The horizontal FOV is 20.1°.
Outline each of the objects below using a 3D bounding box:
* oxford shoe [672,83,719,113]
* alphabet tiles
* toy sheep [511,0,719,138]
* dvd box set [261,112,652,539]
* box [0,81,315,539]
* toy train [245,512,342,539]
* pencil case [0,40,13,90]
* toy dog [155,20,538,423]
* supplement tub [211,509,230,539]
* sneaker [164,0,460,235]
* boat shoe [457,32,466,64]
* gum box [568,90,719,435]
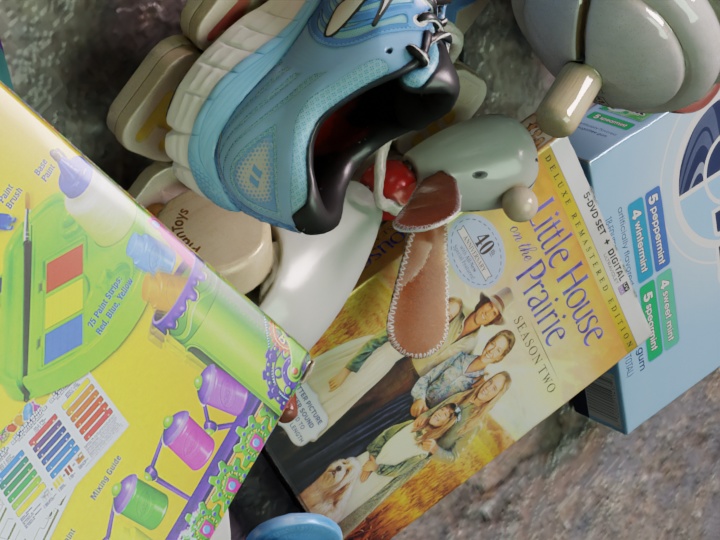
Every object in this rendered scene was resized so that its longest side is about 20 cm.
[{"bbox_3d":[0.088,-0.150,0.952,0.070,0.075,0.200,-44,111,-20],"label":"oxford shoe"},{"bbox_3d":[-0.020,-0.070,0.866,0.196,0.015,0.200,-51,149,11],"label":"alphabet tiles"},{"bbox_3d":[0.124,-0.136,0.855,0.200,0.138,0.138,-51,134,-23],"label":"toy sheep"},{"bbox_3d":[0.038,0.037,0.977,0.200,0.029,0.147,-36,129,-10],"label":"dvd box set"},{"bbox_3d":[-0.156,0.052,0.630,0.193,0.122,0.200,43,66,-29],"label":"box"},{"bbox_3d":[-0.007,0.183,0.971,0.200,0.087,0.114,19,134,-35],"label":"toy train"},{"bbox_3d":[-0.174,-0.064,0.734,0.092,0.085,0.201,-10,121,1],"label":"pencil case"},{"bbox_3d":[0.000,0.000,0.863,0.200,0.096,0.132,-36,151,-3],"label":"toy dog"},{"bbox_3d":[-0.165,0.111,0.781,0.200,0.132,0.132,-19,119,-37],"label":"supplement tub"},{"bbox_3d":[0.017,-0.095,0.783,0.200,0.090,0.078,-55,148,-1],"label":"sneaker"},{"bbox_3d":[0.020,-0.154,0.886,0.072,0.068,0.201,-32,131,-30],"label":"boat shoe"},{"bbox_3d":[0.188,-0.033,1.104,0.200,0.044,0.170,-31,125,-30],"label":"gum box"}]
